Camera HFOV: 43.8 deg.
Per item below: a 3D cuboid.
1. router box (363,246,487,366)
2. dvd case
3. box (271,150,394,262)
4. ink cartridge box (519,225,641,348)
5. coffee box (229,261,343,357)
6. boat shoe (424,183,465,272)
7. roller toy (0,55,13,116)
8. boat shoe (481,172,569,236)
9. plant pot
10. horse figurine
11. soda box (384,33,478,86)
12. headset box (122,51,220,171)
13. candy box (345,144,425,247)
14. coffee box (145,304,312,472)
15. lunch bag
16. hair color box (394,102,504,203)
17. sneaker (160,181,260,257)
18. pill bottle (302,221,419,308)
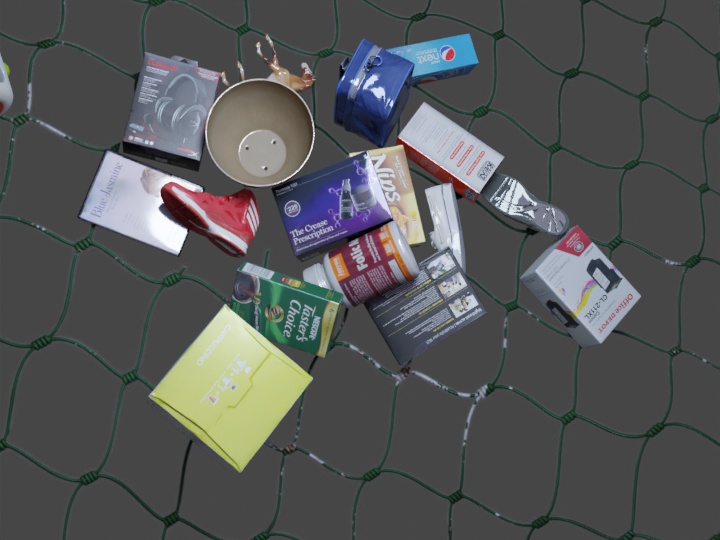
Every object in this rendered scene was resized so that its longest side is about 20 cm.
[{"bbox_3d":[0.122,0.068,1.725,0.199,0.051,0.150,-31,88,0],"label":"router box"},{"bbox_3d":[-0.407,-0.127,1.671,0.198,0.018,0.144,21,75,-9],"label":"dvd case"},{"bbox_3d":[-0.051,-0.121,1.698,0.198,0.079,0.143,-22,80,3],"label":"box"},{"bbox_3d":[0.450,0.035,1.827,0.200,0.083,0.146,47,71,-1],"label":"ink cartridge box"},{"bbox_3d":[-0.138,0.072,1.633,0.198,0.044,0.124,19,116,3],"label":"coffee box"},{"bbox_3d":[0.167,-0.070,1.785,0.065,0.072,0.203,-9,95,14],"label":"boat shoe"},{"bbox_3d":[-0.706,-0.320,1.545,0.198,0.182,0.141,-19,85,-17],"label":"roller toy"},{"bbox_3d":[0.332,-0.130,1.839,0.200,0.065,0.075,29,83,8],"label":"boat shoe"},{"bbox_3d":[-0.187,-0.240,1.683,0.197,0.135,0.203,1,81,-5],"label":"plant pot"},{"bbox_3d":[-0.188,-0.367,1.751,0.200,0.050,0.133,-48,114,-26],"label":"horse figurine"},{"bbox_3d":[0.137,-0.428,1.846,0.198,0.064,0.069,-15,84,-16],"label":"soda box"},{"bbox_3d":[-0.353,-0.307,1.690,0.147,0.077,0.203,14,78,-11],"label":"headset box"},{"bbox_3d":[0.047,-0.138,1.771,0.114,0.055,0.203,-11,82,-16],"label":"candy box"},{"bbox_3d":[-0.232,0.209,1.556,0.200,0.198,0.200,40,72,-4],"label":"coffee box"},{"bbox_3d":[0.016,-0.345,1.725,0.131,0.200,0.137,25,71,5],"label":"lunch bag"},{"bbox_3d":[0.178,-0.237,1.804,0.199,0.061,0.102,36,73,7],"label":"hair color box"},{"bbox_3d":[-0.273,-0.124,1.673,0.200,0.078,0.116,42,59,-28],"label":"sneaker"},{"bbox_3d":[0.000,0.000,1.672,0.198,0.114,0.115,-26,86,7],"label":"pill bottle"}]
